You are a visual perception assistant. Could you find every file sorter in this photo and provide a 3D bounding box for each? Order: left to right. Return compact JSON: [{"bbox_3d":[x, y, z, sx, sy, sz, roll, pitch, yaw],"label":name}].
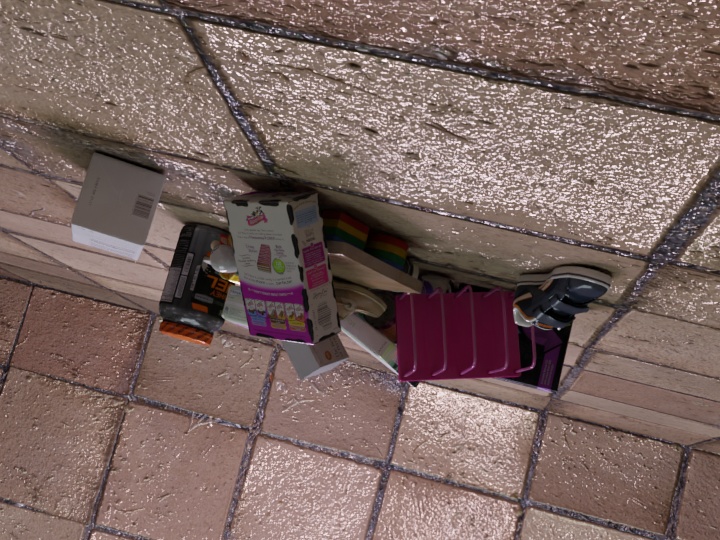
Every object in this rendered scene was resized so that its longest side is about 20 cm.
[{"bbox_3d":[0.164,0.095,1.580,0.199,0.140,0.125,-2,170,-8],"label":"file sorter"}]

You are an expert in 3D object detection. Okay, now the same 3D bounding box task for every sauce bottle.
[{"bbox_3d":[0.056,0.094,1.769,0.064,0.065,0.200,11,164,18],"label":"sauce bottle"}]

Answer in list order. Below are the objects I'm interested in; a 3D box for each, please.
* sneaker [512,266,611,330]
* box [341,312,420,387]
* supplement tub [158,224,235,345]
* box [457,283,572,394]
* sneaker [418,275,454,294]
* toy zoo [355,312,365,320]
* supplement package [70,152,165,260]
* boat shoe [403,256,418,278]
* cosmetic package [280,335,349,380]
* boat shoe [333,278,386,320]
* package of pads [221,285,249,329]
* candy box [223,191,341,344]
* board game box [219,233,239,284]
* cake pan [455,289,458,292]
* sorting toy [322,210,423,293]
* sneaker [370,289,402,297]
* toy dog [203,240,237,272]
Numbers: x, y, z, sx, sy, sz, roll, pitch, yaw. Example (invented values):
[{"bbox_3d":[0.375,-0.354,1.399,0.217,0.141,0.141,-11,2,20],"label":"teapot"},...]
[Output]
[{"bbox_3d":[0.286,0.044,1.444,0.078,0.080,0.200,18,168,-16],"label":"sneaker"},{"bbox_3d":[0.023,0.124,1.724,0.144,0.036,0.200,36,176,28],"label":"box"},{"bbox_3d":[-0.288,0.027,1.817,0.122,0.201,0.123,14,170,2],"label":"supplement tub"},{"bbox_3d":[0.244,0.112,1.680,0.199,0.143,0.036,12,167,14],"label":"box"},{"bbox_3d":[0.116,0.086,1.736,0.083,0.081,0.201,12,127,19],"label":"sneaker"},{"bbox_3d":[-0.050,0.036,1.807,0.131,0.020,0.200,57,-167,31],"label":"toy zoo"},{"bbox_3d":[-0.371,-0.092,1.538,0.109,0.114,0.200,18,171,-13],"label":"supplement package"},{"bbox_3d":[0.000,0.000,1.643,0.201,0.072,0.061,-5,157,42],"label":"boat shoe"},{"bbox_3d":[-0.099,0.065,1.581,0.051,0.200,0.082,-35,168,35],"label":"cosmetic package"},{"bbox_3d":[-0.045,0.047,1.565,0.200,0.065,0.072,22,167,-38],"label":"boat shoe"},{"bbox_3d":[-0.129,0.083,1.737,0.154,0.068,0.200,12,173,15],"label":"package of pads"},{"bbox_3d":[-0.107,-0.007,1.393,0.136,0.201,0.061,5,-159,43],"label":"candy box"},{"bbox_3d":[-0.161,-0.001,1.792,0.200,0.096,0.030,20,138,-32],"label":"board game box"},{"bbox_3d":[0.176,0.069,1.841,0.200,0.037,0.200,14,170,3],"label":"cake pan"},{"bbox_3d":[-0.034,-0.033,1.502,0.200,0.070,0.199,6,167,40],"label":"sorting toy"},{"bbox_3d":[0.045,0.040,1.792,0.087,0.075,0.200,7,170,9],"label":"sneaker"},{"bbox_3d":[-0.190,-0.037,1.651,0.096,0.132,0.200,52,175,17],"label":"toy dog"}]
